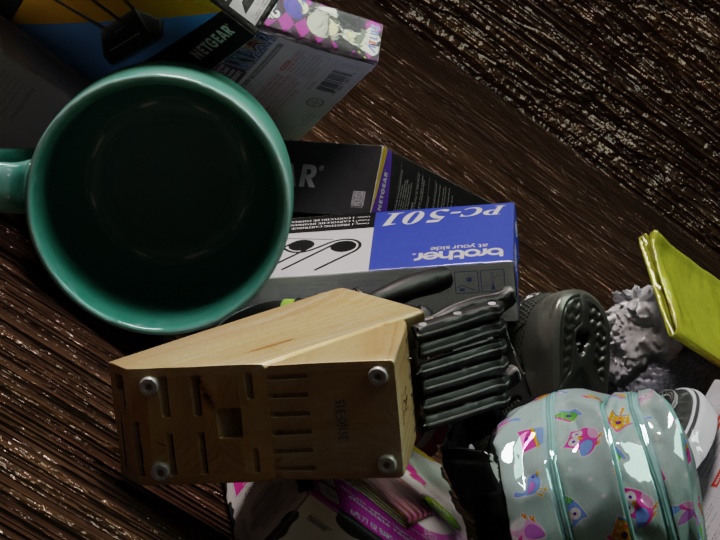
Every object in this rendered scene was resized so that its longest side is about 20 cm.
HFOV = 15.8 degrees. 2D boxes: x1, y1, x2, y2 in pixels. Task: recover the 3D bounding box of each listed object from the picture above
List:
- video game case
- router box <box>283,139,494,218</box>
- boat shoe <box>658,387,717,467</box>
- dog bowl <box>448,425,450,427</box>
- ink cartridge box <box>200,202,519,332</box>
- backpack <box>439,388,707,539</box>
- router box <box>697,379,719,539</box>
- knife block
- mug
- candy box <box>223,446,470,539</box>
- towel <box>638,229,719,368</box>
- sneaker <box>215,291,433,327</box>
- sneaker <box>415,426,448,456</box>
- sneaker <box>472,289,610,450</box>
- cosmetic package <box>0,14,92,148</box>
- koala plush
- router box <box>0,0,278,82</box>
[{"bbox_3d":[-0.104,-0.141,1.745,0.181,0.036,0.200,16,-23,-17],"label":"video game case"},{"bbox_3d":[-0.029,-0.047,1.806,0.199,0.052,0.157,5,-11,35],"label":"router box"},{"bbox_3d":[0.146,0.119,1.558,0.068,0.073,0.199,53,52,-9],"label":"boat shoe"},{"bbox_3d":[0.140,0.113,1.857,0.200,0.112,0.050,37,25,-13],"label":"dog bowl"},{"bbox_3d":[0.000,0.000,1.638,0.199,0.044,0.094,-4,24,5],"label":"ink cartridge box"},{"bbox_3d":[0.119,0.128,1.372,0.200,0.126,0.168,42,29,-82],"label":"backpack"},{"bbox_3d":[0.231,0.167,1.546,0.049,0.201,0.179,35,-12,-23],"label":"router box"},{"bbox_3d":[-0.017,0.050,1.358,0.199,0.064,0.176,-3,16,7],"label":"knife block"},{"bbox_3d":[-0.127,-0.056,1.525,0.185,0.152,0.114,38,8,-6],"label":"mug"},{"bbox_3d":[-0.006,0.133,1.411,0.136,0.061,0.200,36,11,-20],"label":"candy box"},{"bbox_3d":[0.254,0.045,1.713,0.200,0.018,0.086,31,34,-42],"label":"towel"},{"bbox_3d":[-0.016,0.034,1.515,0.199,0.072,0.083,5,-35,36],"label":"sneaker"},{"bbox_3d":[-0.016,0.038,1.699,0.200,0.081,0.075,47,15,30],"label":"sneaker"},{"bbox_3d":[0.096,0.114,1.634,0.076,0.200,0.114,7,-8,-41],"label":"sneaker"},{"bbox_3d":[-0.223,-0.109,1.627,0.200,0.071,0.101,32,12,-32],"label":"cosmetic package"},{"bbox_3d":[0.180,0.110,1.742,0.177,0.200,0.184,31,14,-35],"label":"koala plush"},{"bbox_3d":[-0.146,-0.175,1.563,0.149,0.051,0.200,36,-23,-13],"label":"router box"}]
